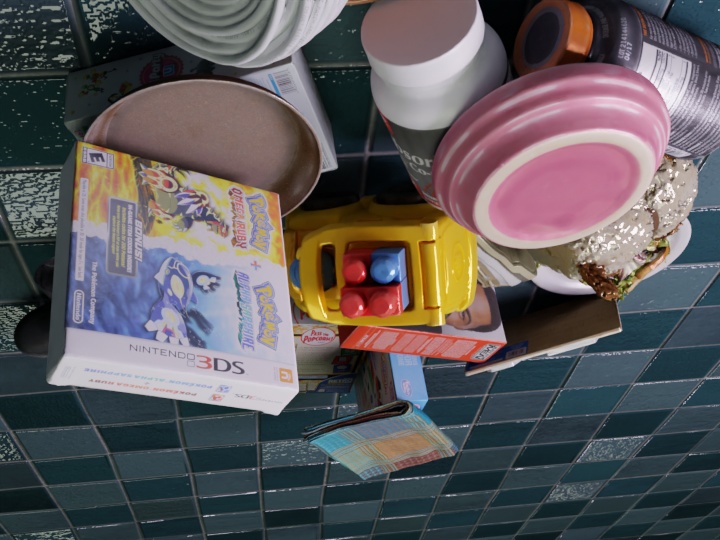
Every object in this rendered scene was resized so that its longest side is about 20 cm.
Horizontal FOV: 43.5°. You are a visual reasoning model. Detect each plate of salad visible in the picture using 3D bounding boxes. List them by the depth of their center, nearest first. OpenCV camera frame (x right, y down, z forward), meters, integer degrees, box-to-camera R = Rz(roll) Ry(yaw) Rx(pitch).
[{"bbox_3d":[0.303,-0.014,1.096,0.199,0.048,0.200,-5,149,-3],"label":"plate of salad"}]

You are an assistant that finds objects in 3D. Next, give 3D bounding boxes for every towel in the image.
[{"bbox_3d":[0.031,0.220,1.149,0.146,0.022,0.200,-18,147,15],"label":"towel"}]

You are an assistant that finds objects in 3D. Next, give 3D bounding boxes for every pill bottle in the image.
[{"bbox_3d":[0.075,-0.145,0.771,0.116,0.116,0.200,-15,147,12],"label":"pill bottle"},{"bbox_3d":[0.229,-0.169,0.776,0.200,0.106,0.106,13,143,-29],"label":"pill bottle"}]

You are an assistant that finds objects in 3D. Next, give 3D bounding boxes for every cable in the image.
[{"bbox_3d":[-0.090,-0.228,0.562,0.200,0.069,0.200,17,136,31],"label":"cable"}]

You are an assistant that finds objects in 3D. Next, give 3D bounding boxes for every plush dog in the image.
[{"bbox_3d":[0.269,-0.067,0.923,0.172,0.161,0.200,-31,142,-7],"label":"plush dog"}]

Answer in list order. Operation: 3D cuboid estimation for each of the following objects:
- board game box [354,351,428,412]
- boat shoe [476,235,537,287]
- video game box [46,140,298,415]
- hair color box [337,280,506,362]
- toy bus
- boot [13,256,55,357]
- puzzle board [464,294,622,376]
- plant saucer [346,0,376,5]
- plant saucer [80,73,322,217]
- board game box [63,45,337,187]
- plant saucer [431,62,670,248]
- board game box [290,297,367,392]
[{"bbox_3d":[0.034,0.145,1.194,0.040,0.153,0.200,-1,148,-13],"label":"board game box"},{"bbox_3d":[0.127,-0.027,1.012,0.068,0.075,0.200,-26,142,25],"label":"boat shoe"},{"bbox_3d":[-0.144,0.006,0.709,0.182,0.200,0.047,14,140,-31],"label":"video game box"},{"bbox_3d":[0.071,0.048,1.094,0.200,0.102,0.061,8,145,-26],"label":"hair color box"},{"bbox_3d":[0.000,0.000,0.874,0.199,0.136,0.192,-1,-166,18],"label":"toy bus"},{"bbox_3d":[-0.316,0.039,0.979,0.164,0.066,0.200,-15,169,-9],"label":"boot"},{"bbox_3d":[0.236,0.082,1.169,0.200,0.151,0.017,-19,102,17],"label":"puzzle board"},{"bbox_3d":[-0.009,-0.272,0.629,0.200,0.032,0.200,-5,147,-3],"label":"plant saucer"},{"bbox_3d":[-0.132,-0.098,0.763,0.200,0.032,0.200,-5,148,-3],"label":"plant saucer"},{"bbox_3d":[-0.136,-0.130,0.800,0.199,0.064,0.148,-13,147,6],"label":"board game box"},{"bbox_3d":[0.160,-0.081,0.743,0.200,0.051,0.201,-9,147,-6],"label":"plant saucer"},{"bbox_3d":[-0.069,0.103,1.202,0.151,0.046,0.200,1,147,-14],"label":"board game box"}]
